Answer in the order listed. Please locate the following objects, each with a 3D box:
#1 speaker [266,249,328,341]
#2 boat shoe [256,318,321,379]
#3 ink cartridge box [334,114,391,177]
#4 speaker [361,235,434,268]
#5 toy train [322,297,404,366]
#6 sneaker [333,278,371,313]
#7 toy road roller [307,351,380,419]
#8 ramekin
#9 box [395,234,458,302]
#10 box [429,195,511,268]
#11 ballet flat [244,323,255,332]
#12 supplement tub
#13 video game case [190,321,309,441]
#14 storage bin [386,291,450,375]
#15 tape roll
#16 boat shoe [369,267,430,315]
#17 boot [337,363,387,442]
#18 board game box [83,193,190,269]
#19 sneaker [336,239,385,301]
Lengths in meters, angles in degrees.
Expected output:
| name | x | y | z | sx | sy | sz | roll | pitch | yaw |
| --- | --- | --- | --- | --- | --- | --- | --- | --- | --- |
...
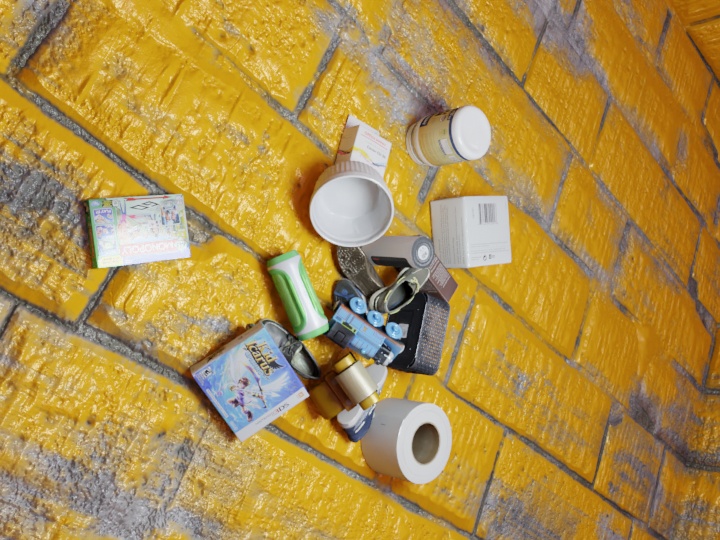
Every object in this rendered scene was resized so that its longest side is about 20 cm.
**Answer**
| name | x | y | z | sx | sy | sz | roll | pitch | yaw |
| --- | --- | --- | --- | --- | --- | --- | --- | --- | --- |
| speaker | -0.144 | 0.057 | 1.624 | 0.088 | 0.088 | 0.201 | -25 | 94 | -38 |
| boat shoe | -0.160 | 0.183 | 1.635 | 0.201 | 0.066 | 0.072 | 50 | 61 | -27 |
| ink cartridge box | 0.006 | -0.289 | 1.794 | 0.116 | 0.067 | 0.201 | 23 | 74 | -37 |
| speaker | 0.091 | -0.049 | 1.773 | 0.081 | 0.200 | 0.082 | -3 | 95 | -38 |
| toy train | 0.011 | 0.152 | 1.686 | 0.200 | 0.087 | 0.114 | 35 | 44 | -2 |
| sneaker | -0.003 | 0.107 | 1.783 | 0.200 | 0.076 | 0.077 | 60 | 17 | -12 |
| toy road roller | -0.044 | 0.282 | 1.655 | 0.146 | 0.200 | 0.123 | -35 | 87 | -7 |
| ramekin | -0.023 | -0.167 | 1.687 | 0.200 | 0.200 | 0.105 | 44 | 23 | -31 |
| box | 0.166 | -0.002 | 1.902 | 0.200 | 0.100 | 0.075 | 53 | 58 | -27 |
| box | 0.315 | -0.109 | 2.014 | 0.199 | 0.131 | 0.201 | -6 | 93 | -41 |
| ballet flat | -0.222 | 0.216 | 1.586 | 0.075 | 0.068 | 0.200 | -39 | 117 | -25 |
| supplement tub | 0.234 | -0.358 | 1.907 | 0.144 | 0.200 | 0.145 | 2 | 87 | -41 |
| video game case | -0.237 | 0.243 | 1.532 | 0.181 | 0.045 | 0.200 | -34 | 112 | -9 |
| storage bin | 0.142 | 0.164 | 1.850 | 0.094 | 0.135 | 0.201 | 24 | 73 | -38 |
| tape roll | 0.120 | 0.436 | 1.821 | 0.202 | 0.139 | 0.203 | 1 | 88 | -41 |
| boat shoe | 0.112 | 0.047 | 1.771 | 0.202 | 0.060 | 0.072 | -36 | 117 | -30 |
| boot | 0.012 | 0.333 | 1.789 | 0.200 | 0.073 | 0.090 | -51 | 138 | -31 |
| board game box | -0.446 | -0.082 | 1.423 | 0.200 | 0.029 | 0.135 | -10 | 94 | -41 |
| sneaker | 0.000 | 0.000 | 1.789 | 0.070 | 0.076 | 0.200 | -29 | 108 | 8 |
